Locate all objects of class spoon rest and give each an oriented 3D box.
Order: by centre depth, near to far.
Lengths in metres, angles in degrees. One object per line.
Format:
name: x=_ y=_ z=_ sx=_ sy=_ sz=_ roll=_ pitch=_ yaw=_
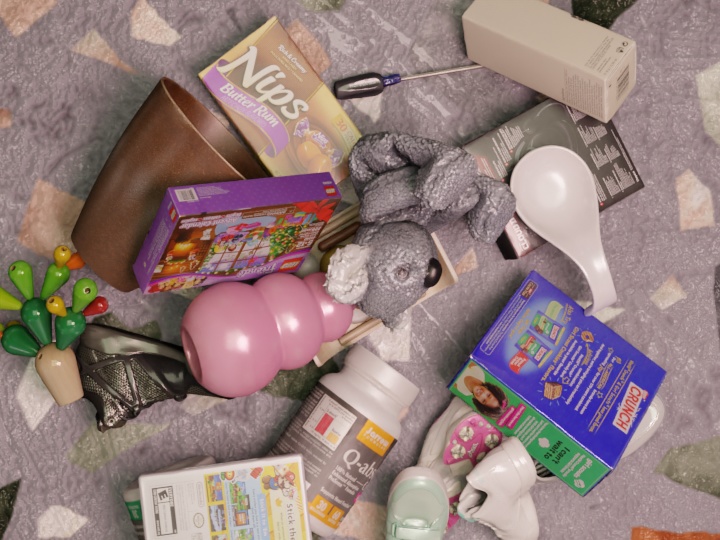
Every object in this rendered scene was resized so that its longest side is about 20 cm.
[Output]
spoon rest: x=0.240 y=-0.046 z=1.370 sx=0.098 sy=0.061 sz=0.202 roll=-27 pitch=94 yaw=-7

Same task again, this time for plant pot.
plant pot: x=-0.223 y=-0.077 z=1.349 sx=0.200 sy=0.187 sz=0.187 roll=-44 pitch=94 yaw=7

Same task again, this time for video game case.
video game case: x=-0.140 y=0.310 z=1.304 sx=0.179 sy=0.023 sz=0.204 roll=-7 pitch=89 yaw=-5

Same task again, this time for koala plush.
koala plush: x=0.043 y=-0.037 z=1.329 sx=0.182 sy=0.177 sz=0.203 roll=20 pitch=87 yaw=32

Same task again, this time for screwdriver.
screwdriver: x=0.063 y=-0.236 z=1.448 sx=0.197 sy=0.028 sz=0.029 roll=-15 pitch=62 yaw=-8

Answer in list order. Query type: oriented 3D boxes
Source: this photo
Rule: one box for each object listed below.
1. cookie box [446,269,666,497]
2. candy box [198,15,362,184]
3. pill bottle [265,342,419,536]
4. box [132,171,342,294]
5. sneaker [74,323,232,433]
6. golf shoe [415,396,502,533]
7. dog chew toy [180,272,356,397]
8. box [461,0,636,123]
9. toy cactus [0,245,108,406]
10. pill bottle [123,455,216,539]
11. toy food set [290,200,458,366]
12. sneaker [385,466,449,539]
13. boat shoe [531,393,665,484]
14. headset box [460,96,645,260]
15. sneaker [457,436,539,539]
cookie box: x=0.226 y=0.127 z=1.380 sx=0.199 sy=0.076 sz=0.171 roll=38 pitch=50 yaw=7
candy box: x=-0.087 y=-0.181 z=1.415 sx=0.116 sy=0.056 sz=0.201 roll=-36 pitch=94 yaw=-5
pill bottle: x=-0.025 y=0.193 z=1.386 sx=0.116 sy=0.116 sz=0.201 roll=36 pitch=86 yaw=-4
box: x=-0.131 y=-0.040 z=1.285 sx=0.197 sy=0.137 sz=0.039 roll=-9 pitch=60 yaw=-34
sneaker: x=-0.237 y=0.138 z=1.386 sx=0.196 sy=0.076 sz=0.116 roll=14 pitch=91 yaw=-4
golf shoe: x=0.097 y=0.236 z=1.426 sx=0.075 sy=0.092 sz=0.201 roll=26 pitch=109 yaw=-21
dog chew toy: x=-0.096 y=0.061 z=1.329 sx=0.197 sy=0.124 sz=0.127 roll=-18 pitch=91 yaw=-21
box: x=0.217 y=-0.253 z=1.388 sx=0.199 sy=0.083 sz=0.069 roll=32 pitch=70 yaw=25
toy cactus: x=-0.352 y=0.066 z=1.344 sx=0.197 sy=0.102 sz=0.167 roll=-17 pitch=99 yaw=22
pill bottle: x=-0.186 y=0.323 z=1.367 sx=0.111 sy=0.113 sz=0.203 roll=-20 pitch=91 yaw=-6
toy food set: x=0.000 y=0.000 z=1.419 sx=0.198 sy=0.060 sz=0.145 roll=-30 pitch=92 yaw=-5
sneaker: x=0.063 y=0.327 z=1.351 sx=0.072 sy=0.119 sz=0.203 roll=4 pitch=119 yaw=-2
boat shoe: x=0.286 y=0.207 z=1.444 sx=0.198 sy=0.067 sz=0.074 roll=-29 pitch=92 yaw=-6
headset box: x=0.214 y=-0.115 z=1.436 sx=0.198 sy=0.077 sz=0.150 roll=-29 pitch=92 yaw=-5
sneaker: x=0.152 y=0.269 z=1.381 sx=0.088 sy=0.202 sz=0.076 roll=-26 pitch=48 yaw=-12
